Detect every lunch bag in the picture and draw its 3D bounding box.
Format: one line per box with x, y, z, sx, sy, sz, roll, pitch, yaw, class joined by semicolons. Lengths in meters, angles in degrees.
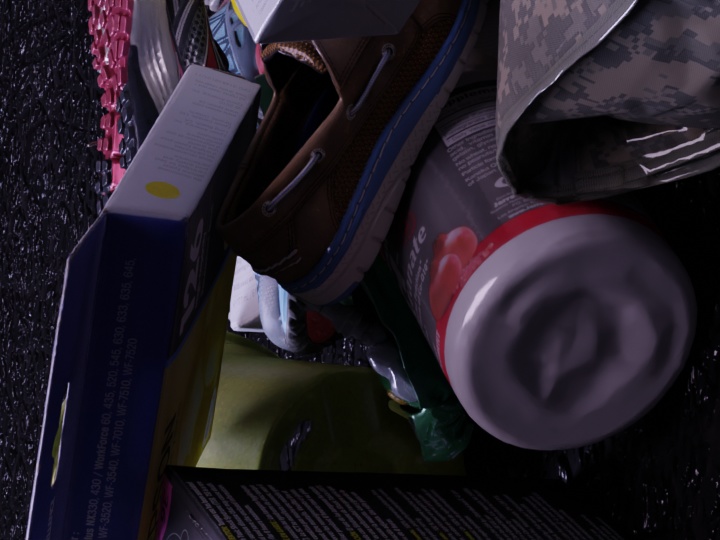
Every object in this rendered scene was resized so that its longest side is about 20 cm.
0.116;-0.136;0.963;0.200;0.117;0.165;136;138;-55;lunch bag

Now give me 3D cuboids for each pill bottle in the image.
0.064;-0.020;1.093;0.200;0.110;0.111;-117;36;-54;pill bottle

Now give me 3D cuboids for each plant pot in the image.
-0.042;0.122;1.281;0.184;0.199;0.202;-12;75;57;plant pot

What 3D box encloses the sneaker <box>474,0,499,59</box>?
0.036;-0.115;1.268;0.106;0.074;0.202;141;130;-80;sneaker

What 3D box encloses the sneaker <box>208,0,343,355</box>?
-0.044;-0.052;1.280;0.095;0.079;0.202;-13;73;37;sneaker

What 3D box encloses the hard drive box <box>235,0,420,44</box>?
-0.021;-0.220;1.002;0.156;0.076;0.201;-53;53;47;hard drive box

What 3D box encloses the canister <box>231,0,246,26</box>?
-0.008;-0.221;1.157;0.201;0.086;0.149;115;148;-45;canister

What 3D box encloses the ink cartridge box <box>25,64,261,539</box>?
-0.094;0.039;1.079;0.200;0.047;0.199;-72;-6;-61;ink cartridge box

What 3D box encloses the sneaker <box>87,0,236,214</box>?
-0.092;-0.103;1.227;0.081;0.074;0.202;164;105;-66;sneaker

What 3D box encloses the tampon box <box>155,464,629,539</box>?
0.013;0.177;1.068;0.126;0.198;0.151;-141;58;-66;tampon box

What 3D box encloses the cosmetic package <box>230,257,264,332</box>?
-0.021;-0.073;1.375;0.113;0.081;0.202;146;124;-65;cosmetic package

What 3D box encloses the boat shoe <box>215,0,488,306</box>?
-0.003;-0.089;1.069;0.072;0.072;0.201;0;68;55;boat shoe

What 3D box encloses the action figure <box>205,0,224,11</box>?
-0.057;-0.220;1.475;0.200;0.101;0.120;165;96;-67;action figure

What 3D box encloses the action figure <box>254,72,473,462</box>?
0.000;0.000;1.180;0.201;0.054;0.118;63;-163;1;action figure
